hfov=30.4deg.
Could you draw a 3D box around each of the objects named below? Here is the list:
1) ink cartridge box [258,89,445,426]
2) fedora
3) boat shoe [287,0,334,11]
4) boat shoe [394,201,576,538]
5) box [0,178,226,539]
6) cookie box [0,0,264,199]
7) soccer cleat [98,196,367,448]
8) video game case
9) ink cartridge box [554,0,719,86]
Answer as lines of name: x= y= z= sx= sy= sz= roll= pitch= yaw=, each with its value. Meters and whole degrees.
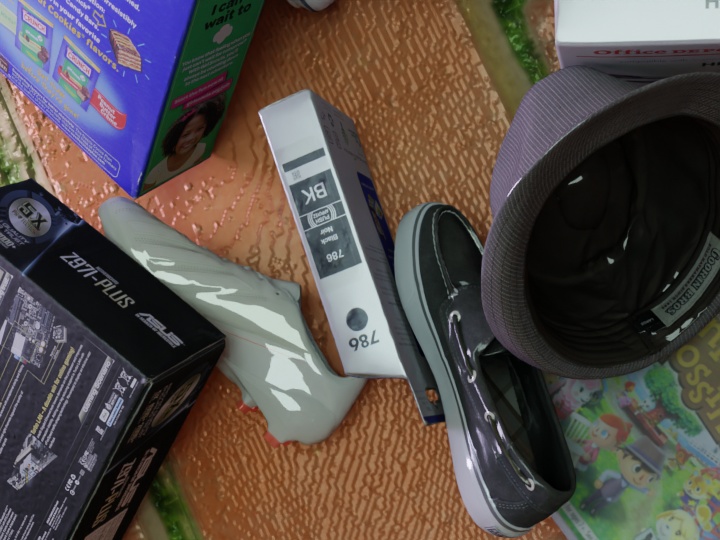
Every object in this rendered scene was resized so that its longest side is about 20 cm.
ink cartridge box: x=0.000 y=0.000 z=0.781 sx=0.039 sy=0.099 sz=0.203 roll=-22 pitch=80 yaw=12
fedora: x=0.128 y=-0.038 z=0.703 sx=0.175 sy=0.201 sz=0.091 roll=-31 pitch=45 yaw=-2
boat shoe: x=-0.090 y=-0.230 z=0.836 sx=0.066 sy=0.072 sz=0.201 roll=-40 pitch=79 yaw=13
boat shoe: x=0.074 y=0.047 z=0.750 sx=0.056 sy=0.068 sz=0.203 roll=-35 pitch=62 yaw=43
box: x=-0.198 y=0.078 z=0.791 sx=0.163 sy=0.086 sz=0.201 roll=36 pitch=116 yaw=13
cookie box: x=-0.145 y=-0.173 z=0.783 sx=0.171 sy=0.075 sz=0.201 roll=42 pitch=138 yaw=13
soccer cleat: x=-0.079 y=0.020 z=0.816 sx=0.078 sy=0.069 sz=0.200 roll=-44 pitch=85 yaw=3
video game case: x=0.183 y=0.089 z=0.750 sx=0.182 sy=0.022 sz=0.201 roll=-40 pitch=64 yaw=7
ink cartridge box: x=0.162 y=-0.138 z=0.705 sx=0.114 sy=0.200 sz=0.068 roll=0 pitch=85 yaw=13
